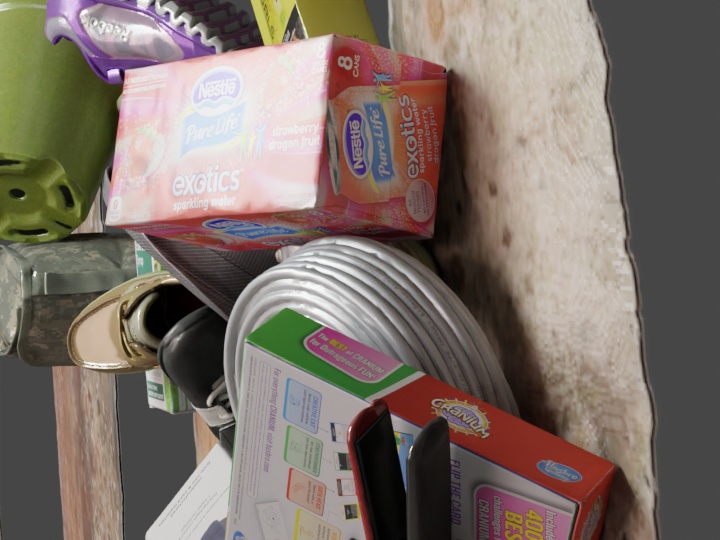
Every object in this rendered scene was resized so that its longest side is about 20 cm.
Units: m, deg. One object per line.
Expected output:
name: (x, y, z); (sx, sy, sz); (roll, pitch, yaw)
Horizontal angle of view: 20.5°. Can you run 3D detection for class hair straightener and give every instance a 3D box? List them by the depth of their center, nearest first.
hair straightener: (0.041, 0.160, 0.986); (0.076, 0.041, 0.202); (11, 120, 31)

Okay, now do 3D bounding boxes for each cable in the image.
cable: (0.005, 0.079, 1.124); (0.199, 0.069, 0.201); (-12, 98, 55)

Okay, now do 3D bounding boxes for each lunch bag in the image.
lunch bag: (-0.231, 0.023, 1.737); (0.200, 0.163, 0.119); (167, 99, -72)

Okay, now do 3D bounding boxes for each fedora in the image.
fedora: (-0.079, -0.035, 1.351); (0.200, 0.176, 0.091); (42, 103, 32)

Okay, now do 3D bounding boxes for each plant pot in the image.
plant pot: (-0.277, -0.132, 1.704); (0.201, 0.198, 0.191); (112, 166, -53)

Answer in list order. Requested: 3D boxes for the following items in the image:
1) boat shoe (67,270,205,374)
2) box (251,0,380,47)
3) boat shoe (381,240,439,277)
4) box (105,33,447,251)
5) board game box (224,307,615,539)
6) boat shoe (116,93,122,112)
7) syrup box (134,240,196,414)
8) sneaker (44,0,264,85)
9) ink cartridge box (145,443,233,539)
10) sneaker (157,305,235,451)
boat shoe: (-0.146, 0.034, 1.479); (0.199, 0.066, 0.075); (-18, 87, 29)
box: (-0.039, -0.187, 1.299); (0.075, 0.050, 0.201); (112, 148, -52)
boat shoe: (0.000, -0.002, 1.210); (0.073, 0.063, 0.202); (108, 149, -48)
box: (-0.052, -0.071, 1.173); (0.199, 0.094, 0.104); (-1, 79, 48)
board game box: (0.024, 0.127, 1.036); (0.199, 0.040, 0.154); (25, 127, 23)
boat shoe: (-0.143, -0.137, 1.598); (0.069, 0.074, 0.200); (70, 161, 7)
syrup box: (-0.130, 0.006, 1.568); (0.079, 0.081, 0.202); (-178, 82, -69)
sneaker: (-0.156, -0.172, 1.475); (0.199, 0.080, 0.089); (28, 109, 20)
ink cartridge box: (-0.033, 0.209, 1.223); (0.085, 0.145, 0.200); (-51, 27, 2)
sneaker: (-0.068, 0.096, 1.365); (0.089, 0.074, 0.200); (51, 179, 37)
